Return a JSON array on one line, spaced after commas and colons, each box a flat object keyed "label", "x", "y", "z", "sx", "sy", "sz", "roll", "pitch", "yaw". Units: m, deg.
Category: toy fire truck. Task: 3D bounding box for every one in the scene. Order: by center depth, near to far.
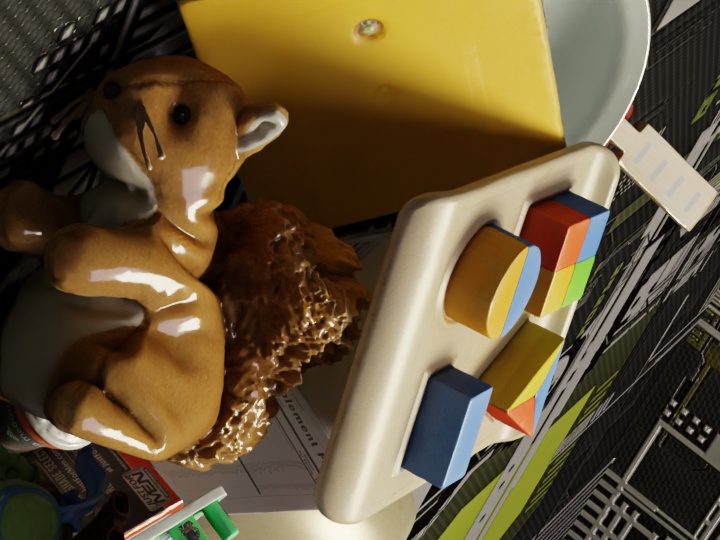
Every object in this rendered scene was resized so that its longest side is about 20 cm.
[{"label": "toy fire truck", "x": 0.124, "y": -0.072, "z": 1.575, "sx": 0.177, "sy": 0.200, "sz": 0.129, "roll": -57, "pitch": 165, "yaw": 16}]

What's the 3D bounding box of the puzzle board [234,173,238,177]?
[{"label": "puzzle board", "x": -0.007, "y": -0.111, "z": 1.273, "sx": 0.199, "sy": 0.017, "sz": 0.151, "roll": 3, "pitch": 121, "yaw": -46}]

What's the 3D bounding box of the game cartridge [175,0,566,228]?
[{"label": "game cartridge", "x": 0.010, "y": -0.102, "z": 1.200, "sx": 0.175, "sy": 0.033, "sz": 0.201, "roll": -14, "pitch": 144, "yaw": 2}]

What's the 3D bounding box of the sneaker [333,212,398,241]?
[{"label": "sneaker", "x": 0.000, "y": 0.000, "z": 1.408, "sx": 0.089, "sy": 0.199, "sz": 0.079, "roll": 31, "pitch": 78, "yaw": -39}]

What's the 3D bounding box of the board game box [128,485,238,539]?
[{"label": "board game box", "x": -0.170, "y": 0.191, "z": 1.101, "sx": 0.200, "sy": 0.026, "sz": 0.200, "roll": -41, "pitch": 171, "yaw": 38}]

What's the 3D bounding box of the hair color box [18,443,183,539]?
[{"label": "hair color box", "x": -0.156, "y": 0.172, "z": 1.341, "sx": 0.061, "sy": 0.102, "sz": 0.201, "roll": -28, "pitch": 148, "yaw": -27}]

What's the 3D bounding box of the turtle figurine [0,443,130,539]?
[{"label": "turtle figurine", "x": -0.224, "y": 0.131, "z": 1.151, "sx": 0.199, "sy": 0.145, "sz": 0.194, "roll": -32, "pitch": 178, "yaw": -14}]

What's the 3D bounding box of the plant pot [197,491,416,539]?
[{"label": "plant pot", "x": -0.040, "y": 0.167, "z": 1.644, "sx": 0.201, "sy": 0.134, "sz": 0.200, "roll": -53, "pitch": -176, "yaw": 6}]

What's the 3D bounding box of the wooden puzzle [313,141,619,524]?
[{"label": "wooden puzzle", "x": 0.068, "y": 0.035, "z": 1.221, "sx": 0.199, "sy": 0.046, "sz": 0.187, "roll": -16, "pitch": 129, "yaw": -55}]

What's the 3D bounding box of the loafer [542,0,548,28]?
[{"label": "loafer", "x": 0.060, "y": -0.190, "z": 1.221, "sx": 0.076, "sy": 0.068, "sz": 0.201, "roll": -42, "pitch": 130, "yaw": -32}]

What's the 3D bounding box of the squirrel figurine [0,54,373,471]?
[{"label": "squirrel figurine", "x": -0.091, "y": -0.004, "z": 1.152, "sx": 0.199, "sy": 0.141, "sz": 0.188, "roll": 23, "pitch": 85, "yaw": -40}]

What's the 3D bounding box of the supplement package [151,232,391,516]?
[{"label": "supplement package", "x": -0.050, "y": 0.064, "z": 1.336, "sx": 0.199, "sy": 0.114, "sz": 0.109, "roll": -9, "pitch": -153, "yaw": 50}]

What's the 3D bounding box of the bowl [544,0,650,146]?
[{"label": "bowl", "x": 0.067, "y": -0.136, "z": 1.398, "sx": 0.200, "sy": 0.090, "sz": 0.202, "roll": -17, "pitch": 131, "yaw": -20}]

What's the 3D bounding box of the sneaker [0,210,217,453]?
[{"label": "sneaker", "x": -0.144, "y": 0.027, "z": 1.283, "sx": 0.082, "sy": 0.077, "sz": 0.200, "roll": -23, "pitch": -162, "yaw": 43}]
